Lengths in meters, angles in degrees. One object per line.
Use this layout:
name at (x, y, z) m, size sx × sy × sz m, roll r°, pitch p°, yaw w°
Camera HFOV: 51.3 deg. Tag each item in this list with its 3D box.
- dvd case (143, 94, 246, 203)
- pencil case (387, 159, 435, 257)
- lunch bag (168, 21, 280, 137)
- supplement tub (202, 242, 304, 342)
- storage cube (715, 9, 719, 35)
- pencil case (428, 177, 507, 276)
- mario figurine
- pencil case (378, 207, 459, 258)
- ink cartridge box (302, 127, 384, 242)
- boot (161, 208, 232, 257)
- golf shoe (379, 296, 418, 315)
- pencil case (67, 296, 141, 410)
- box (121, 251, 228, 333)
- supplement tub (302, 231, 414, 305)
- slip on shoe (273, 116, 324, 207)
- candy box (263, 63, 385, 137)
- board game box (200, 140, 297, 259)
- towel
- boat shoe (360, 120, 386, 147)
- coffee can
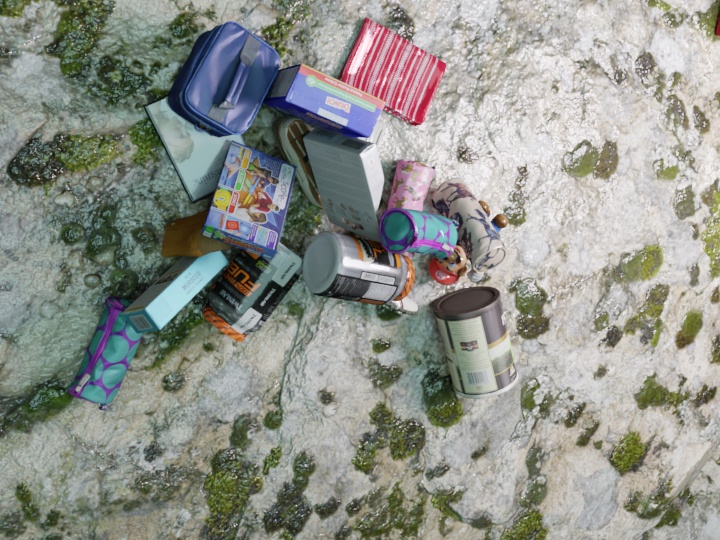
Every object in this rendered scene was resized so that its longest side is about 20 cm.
dvd case at (-0.297, -0.245, 1.409) m, size 0.142 × 0.018 × 0.200 m, roll -28°, pitch 109°, yaw -12°
pencil case at (0.093, -0.124, 1.534) m, size 0.086 × 0.083 × 0.200 m, roll 9°, pitch 98°, yaw -31°
lunch bag at (-0.244, -0.331, 1.328) m, size 0.136 × 0.132 × 0.200 m, roll 28°, pitch 81°, yaw -28°
supplement tub at (-0.207, 0.031, 1.443) m, size 0.122 × 0.122 × 0.200 m, roll 37°, pitch 88°, yaw -22°
storage cube at (0.933, -0.610, 1.669) m, size 0.200 × 0.180 × 0.171 m, roll 0°, pitch 102°, yaw -18°
pencil case at (0.219, -0.089, 1.524) m, size 0.078 × 0.200 × 0.089 m, roll -5°, pitch 146°, yaw -38°
mario figurine at (0.221, -0.055, 1.577) m, size 0.200 × 0.123 × 0.106 m, roll -50°, pitch 125°, yaw -8°
pencil case at (0.114, -0.069, 1.426) m, size 0.200 × 0.092 × 0.085 m, roll 2°, pitch 125°, yaw -58°
ink cartridge box at (-0.018, -0.160, 1.411) m, size 0.047 × 0.160 × 0.200 m, roll -40°, pitch 133°, yaw -27°
boot at (-0.286, -0.101, 1.409) m, size 0.144 × 0.201 × 0.071 m, roll -3°, pitch 130°, yaw 20°
golf shoe at (0.049, 0.031, 1.559) m, size 0.200 × 0.077 × 0.088 m, roll 28°, pitch 84°, yaw -23°
pencil case at (-0.466, 0.150, 1.389) m, size 0.085 × 0.092 × 0.200 m, roll 24°, pitch 92°, yaw 15°
box at (-0.336, 0.031, 1.369) m, size 0.049 × 0.082 × 0.200 m, roll 58°, pitch 47°, yaw -21°
supplement tub at (0.000, 0.000, 1.432) m, size 0.200 × 0.122 × 0.123 m, roll 11°, pitch 98°, yaw -39°
slip on shoe at (-0.112, -0.212, 1.461) m, size 0.076 × 0.061 × 0.200 m, roll -48°, pitch 131°, yaw -21°
candy box at (-0.073, -0.308, 1.375) m, size 0.169 × 0.200 × 0.077 m, roll 21°, pitch 94°, yaw -22°
board game box at (-0.198, -0.130, 1.360) m, size 0.135 × 0.034 × 0.200 m, roll 21°, pitch 55°, yaw -15°
towel at (0.066, -0.394, 1.501) m, size 0.200 × 0.022 × 0.145 m, roll 23°, pitch 92°, yaw -22°
boat shoe at (0.003, -0.207, 1.496) m, size 0.066 × 0.072 × 0.200 m, roll 14°, pitch 89°, yaw -18°
coffee can at (0.249, 0.153, 1.615) m, size 0.146 × 0.146 × 0.200 m, roll -20°, pitch 108°, yaw -14°
